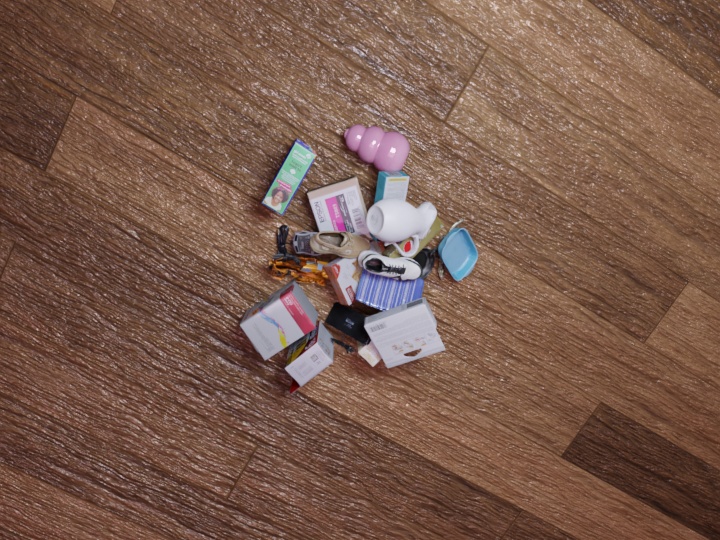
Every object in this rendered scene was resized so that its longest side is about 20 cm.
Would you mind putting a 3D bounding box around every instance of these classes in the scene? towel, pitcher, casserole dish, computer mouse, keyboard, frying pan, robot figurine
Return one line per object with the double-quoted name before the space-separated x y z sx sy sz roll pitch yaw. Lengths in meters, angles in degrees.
"towel" 0.091 0.058 1.591 0.197 0.024 0.147 20 64 -7
"pitcher" 0.110 -0.118 1.511 0.198 0.121 0.174 -2 114 -40
"casserole dish" 0.302 -0.054 1.648 0.121 0.039 0.200 -48 135 -8
"computer mouse" -0.177 -0.083 1.629 0.197 0.044 0.112 5 101 31
"keyboard" -0.041 0.189 1.669 0.021 0.199 0.128 34 82 -47
"frying pan" 0.163 0.008 1.678 0.190 0.031 0.115 -47 131 -4
"robot figurine" -0.193 -0.002 1.639 0.196 0.145 0.059 9 66 -14

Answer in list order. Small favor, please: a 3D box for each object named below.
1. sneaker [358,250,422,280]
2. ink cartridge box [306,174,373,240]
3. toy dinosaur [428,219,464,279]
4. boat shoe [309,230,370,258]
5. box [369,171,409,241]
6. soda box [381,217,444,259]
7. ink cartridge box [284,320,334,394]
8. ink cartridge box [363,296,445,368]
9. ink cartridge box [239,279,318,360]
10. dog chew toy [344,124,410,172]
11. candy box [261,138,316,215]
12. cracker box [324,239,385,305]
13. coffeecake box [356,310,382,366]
"sneaker" 0.090 -0.005 1.555 0.196 0.080 0.075 10 104 -7
"ink cartridge box" -0.060 -0.173 1.629 0.162 0.075 0.203 -18 106 1
"toy dinosaur" 0.266 -0.075 1.672 0.087 0.047 0.203 8 105 -51
"boat shoe" -0.050 -0.080 1.550 0.197 0.064 0.073 0 72 -29
"box" 0.085 -0.189 1.563 0.081 0.049 0.203 -6 120 -27
"soda box" 0.164 -0.096 1.634 0.200 0.068 0.064 -45 110 -5
"ink cartridge box" -0.175 0.273 1.674 0.175 0.200 0.084 -39 102 7
"ink cartridge box" 0.134 0.188 1.567 0.197 0.044 0.175 -20 117 16
"ink cartridge box" -0.255 0.154 1.669 0.198 0.145 0.146 -33 103 6
"dog chew toy" 0.045 -0.369 1.564 0.197 0.125 0.126 24 103 1
"candy box" -0.207 -0.278 1.547 0.076 0.169 0.202 28 102 -12
"cracker box" 0.000 0.000 1.638 0.199 0.057 0.136 -32 107 -26
"coffeecake box" 0.082 0.187 1.686 0.073 0.154 0.200 44 99 -12
